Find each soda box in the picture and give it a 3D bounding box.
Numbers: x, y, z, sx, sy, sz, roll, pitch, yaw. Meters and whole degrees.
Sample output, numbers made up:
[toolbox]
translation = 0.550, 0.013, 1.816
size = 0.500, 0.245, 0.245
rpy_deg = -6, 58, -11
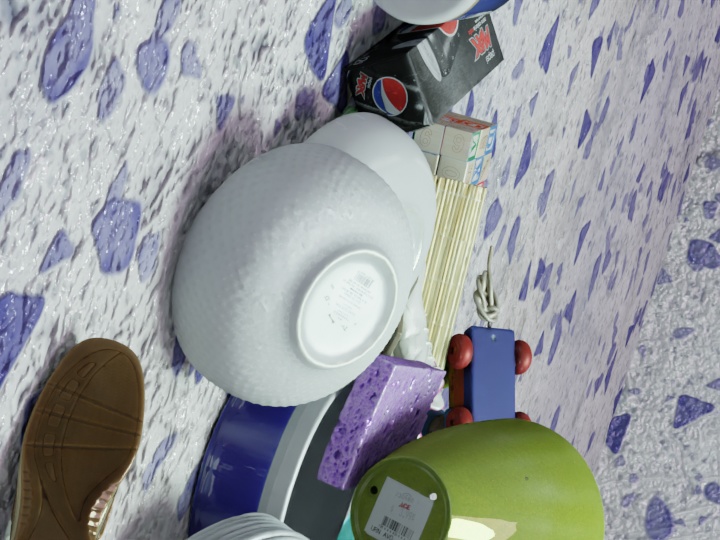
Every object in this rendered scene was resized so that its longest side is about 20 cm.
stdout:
[soda box]
translation = 0.057, -0.178, 1.709
size = 0.200, 0.063, 0.071
rpy_deg = -46, 121, -59

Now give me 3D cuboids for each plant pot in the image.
[plant pot]
translation = 0.080, 0.209, 1.658
size = 0.200, 0.187, 0.187
rpy_deg = 17, 90, -60

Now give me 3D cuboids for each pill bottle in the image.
[pill bottle]
translation = 0.079, -0.264, 1.649
size = 0.200, 0.111, 0.111
rpy_deg = -28, 132, -69

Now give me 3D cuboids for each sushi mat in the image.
[sushi mat]
translation = 0.051, 0.006, 1.866
size = 0.012, 0.096, 0.200
rpy_deg = -103, -155, -76

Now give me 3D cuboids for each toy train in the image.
[toy train]
translation = 0.103, 0.084, 1.939
size = 0.116, 0.085, 0.200
rpy_deg = -20, -113, 59

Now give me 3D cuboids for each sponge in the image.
[sponge]
translation = 0.020, 0.128, 1.682
size = 0.112, 0.030, 0.200
rpy_deg = -67, 165, 2

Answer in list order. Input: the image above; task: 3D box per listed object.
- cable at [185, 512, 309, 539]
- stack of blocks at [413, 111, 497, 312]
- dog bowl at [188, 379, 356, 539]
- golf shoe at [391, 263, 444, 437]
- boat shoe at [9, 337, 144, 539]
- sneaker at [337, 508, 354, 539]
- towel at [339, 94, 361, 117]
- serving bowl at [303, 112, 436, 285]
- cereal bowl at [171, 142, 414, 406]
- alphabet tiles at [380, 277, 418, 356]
[cable]
translation = -0.108, 0.276, 1.502
size = 0.200, 0.069, 0.200
rpy_deg = 18, 107, -51
[stack of blocks]
translation = 0.070, -0.047, 1.927
size = 0.115, 0.059, 0.200
rpy_deg = -28, 132, -68
[dog bowl]
translation = -0.066, 0.173, 1.652
size = 0.200, 0.079, 0.200
rpy_deg = 16, 90, -74
[golf shoe]
translation = 0.039, 0.082, 1.827
size = 0.075, 0.091, 0.200
rpy_deg = 162, -56, -77
[boat shoe]
translation = -0.189, 0.142, 1.259
size = 0.072, 0.072, 0.200
rpy_deg = 149, -47, -68
[sneaker]
translation = 0.005, 0.197, 1.900
size = 0.200, 0.084, 0.121
rpy_deg = -55, 152, -29
[towel]
translation = -0.037, -0.040, 1.644
size = 0.200, 0.023, 0.153
rpy_deg = -55, 155, -44
[serving bowl]
translation = -0.002, -0.021, 1.571
size = 0.200, 0.066, 0.200
rpy_deg = -33, 137, -38
[cereal bowl]
translation = -0.035, 0.013, 1.440
size = 0.200, 0.083, 0.200
rpy_deg = -21, 125, -33
[alphabet tiles]
translation = 0.015, 0.041, 1.758
size = 0.167, 0.006, 0.200
rpy_deg = -85, -164, -47
